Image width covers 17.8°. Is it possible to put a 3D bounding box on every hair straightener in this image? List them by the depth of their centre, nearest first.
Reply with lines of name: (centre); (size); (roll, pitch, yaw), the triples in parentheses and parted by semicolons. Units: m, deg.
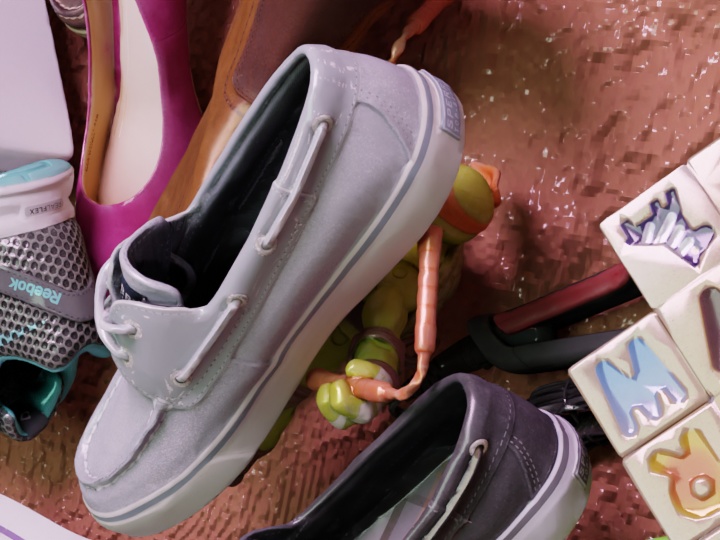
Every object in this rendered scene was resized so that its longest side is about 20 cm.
hair straightener: (0.087, 0.033, 0.760); (0.200, 0.041, 0.077); (-20, 69, 38)

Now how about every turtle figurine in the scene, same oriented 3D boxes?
turtle figurine: (0.000, 0.000, 0.825); (0.161, 0.064, 0.200); (-41, 32, 37)

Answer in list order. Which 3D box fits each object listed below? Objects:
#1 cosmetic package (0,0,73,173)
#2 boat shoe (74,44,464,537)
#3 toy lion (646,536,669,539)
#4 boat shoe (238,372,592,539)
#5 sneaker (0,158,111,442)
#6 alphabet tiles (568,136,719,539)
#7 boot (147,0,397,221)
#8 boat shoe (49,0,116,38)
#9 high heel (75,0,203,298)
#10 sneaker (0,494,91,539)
cosmetic package: (-0.253, -0.084, 0.984); (0.200, 0.167, 0.167); (-35, 61, 42)
boat shoe: (-0.049, 0.004, 0.751); (0.201, 0.071, 0.070); (-51, 33, 26)
toy lion: (0.129, 0.168, 0.692); (0.191, 0.069, 0.201); (-33, 62, 25)
boat shoe: (-0.017, 0.106, 0.740); (0.200, 0.066, 0.070); (-40, 34, 17)
sneaker: (-0.163, 0.035, 0.951); (0.200, 0.077, 0.091); (-39, 75, 52)
alphabet tiles: (0.161, 0.037, 0.670); (0.166, 0.006, 0.200); (-35, 68, 11)
boot: (-0.039, -0.060, 0.808); (0.200, 0.068, 0.188); (-59, 15, 8)
boat shoe: (-0.117, -0.199, 0.960); (0.072, 0.072, 0.201); (4, 87, 42)
high heel: (-0.100, -0.077, 0.908); (0.067, 0.096, 0.201); (23, 98, 41)
sneaker: (-0.120, 0.159, 0.872); (0.114, 0.073, 0.200); (-46, 32, -25)
